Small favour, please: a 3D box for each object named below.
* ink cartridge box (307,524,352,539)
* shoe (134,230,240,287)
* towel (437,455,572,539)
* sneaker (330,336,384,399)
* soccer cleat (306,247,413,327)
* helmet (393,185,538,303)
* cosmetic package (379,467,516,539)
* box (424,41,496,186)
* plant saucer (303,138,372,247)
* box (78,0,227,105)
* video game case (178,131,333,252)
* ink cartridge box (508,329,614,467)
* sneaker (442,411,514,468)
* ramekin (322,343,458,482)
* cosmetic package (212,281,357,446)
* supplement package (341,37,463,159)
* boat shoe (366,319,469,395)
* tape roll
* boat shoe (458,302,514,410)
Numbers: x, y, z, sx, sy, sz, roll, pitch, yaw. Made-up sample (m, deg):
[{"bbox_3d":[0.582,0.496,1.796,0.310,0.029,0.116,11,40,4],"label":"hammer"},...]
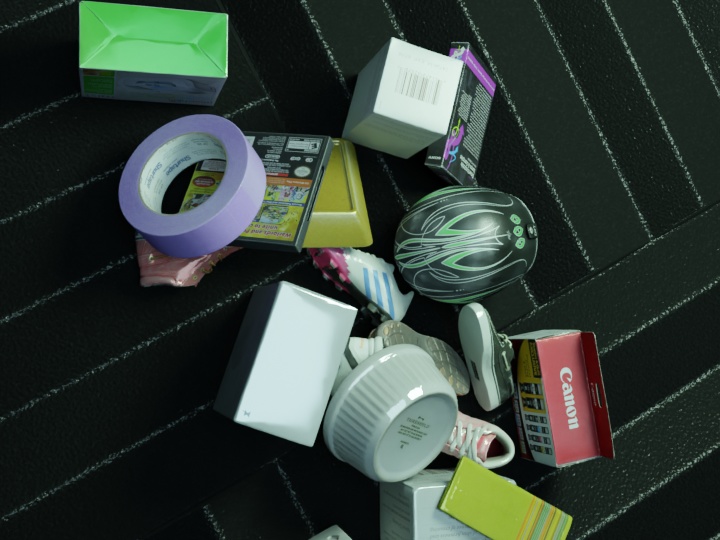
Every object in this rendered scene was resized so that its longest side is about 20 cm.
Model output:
[{"bbox_3d":[-0.016,0.493,1.427,0.084,0.145,0.201,-26,93,-14],"label":"ink cartridge box"},{"bbox_3d":[-0.232,-0.022,1.444,0.199,0.071,0.091,-3,88,-10],"label":"shoe"},{"bbox_3d":[0.210,0.350,1.398,0.200,0.018,0.086,31,72,-12],"label":"towel"},{"bbox_3d":[-0.018,0.179,1.460,0.080,0.074,0.201,9,117,-5],"label":"sneaker"},{"bbox_3d":[0.000,0.000,1.512,0.200,0.070,0.086,47,66,-13],"label":"soccer cleat"},{"bbox_3d":[0.153,-0.040,1.498,0.190,0.200,0.201,-10,89,-33],"label":"helmet"},{"bbox_3d":[0.130,0.409,1.463,0.167,0.166,0.201,-1,87,-17],"label":"cosmetic package"},{"bbox_3d":[0.160,-0.238,1.537,0.036,0.143,0.201,8,80,27],"label":"box"},{"bbox_3d":[-0.086,-0.130,1.455,0.199,0.049,0.201,-1,57,-16],"label":"plant saucer"},{"bbox_3d":[-0.298,-0.306,1.387,0.199,0.176,0.097,1,85,-16],"label":"box"},{"bbox_3d":[-0.154,-0.117,1.391,0.199,0.026,0.181,6,64,21],"label":"video game case"},{"bbox_3d":[0.306,0.197,1.521,0.084,0.176,0.201,-9,88,-16],"label":"ink cartridge box"},{"bbox_3d":[0.149,0.253,1.512,0.200,0.105,0.076,22,83,-12],"label":"sneaker"},{"bbox_3d":[0.052,0.214,1.401,0.202,0.094,0.203,-24,133,-28],"label":"ramekin"},{"bbox_3d":[-0.112,0.131,1.397,0.123,0.200,0.200,20,82,-13],"label":"cosmetic package"},{"bbox_3d":[0.059,-0.254,1.470,0.116,0.200,0.118,15,82,-13],"label":"supplement package"},{"bbox_3d":[0.088,0.142,1.522,0.200,0.072,0.076,34,47,-25],"label":"boat shoe"},{"bbox_3d":[-0.236,-0.120,1.366,0.199,0.066,0.201,-9,59,15],"label":"tape roll"},{"bbox_3d":[0.202,0.127,1.528,0.064,0.071,0.201,-25,125,-18],"label":"boat shoe"}]
